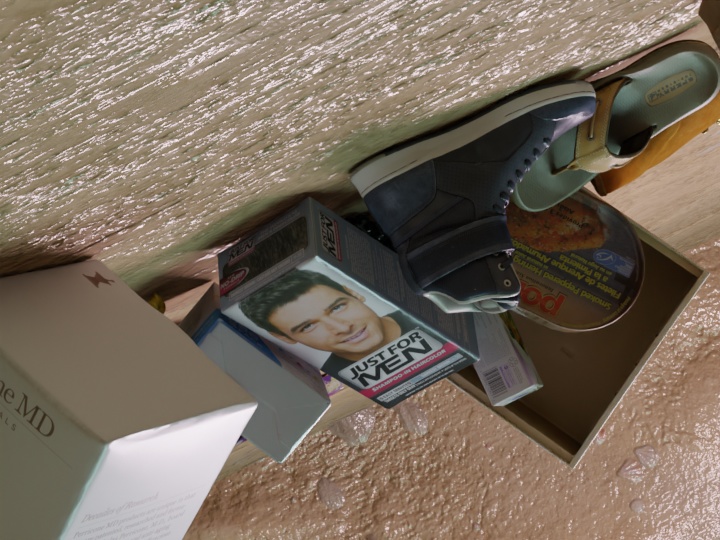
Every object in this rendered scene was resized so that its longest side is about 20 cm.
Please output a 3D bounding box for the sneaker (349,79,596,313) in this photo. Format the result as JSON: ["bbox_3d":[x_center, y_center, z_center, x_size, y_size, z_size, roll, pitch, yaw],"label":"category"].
[{"bbox_3d":[0.113,-0.050,1.588,0.202,0.146,0.077,-25,171,-11],"label":"sneaker"}]

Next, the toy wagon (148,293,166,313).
[{"bbox_3d":[-0.195,0.111,1.659,0.200,0.040,0.155,-62,-174,-21],"label":"toy wagon"}]

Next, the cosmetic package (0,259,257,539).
[{"bbox_3d":[-0.211,0.126,1.396,0.166,0.167,0.200,-13,137,-56],"label":"cosmetic package"}]

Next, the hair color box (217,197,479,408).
[{"bbox_3d":[-0.008,0.029,1.645,0.099,0.061,0.200,-31,136,29],"label":"hair color box"}]

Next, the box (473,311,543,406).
[{"bbox_3d":[0.091,0.016,1.740,0.041,0.200,0.039,-28,169,17],"label":"box"}]

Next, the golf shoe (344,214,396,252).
[{"bbox_3d":[0.000,0.000,1.810,0.094,0.078,0.200,-29,170,26],"label":"golf shoe"}]

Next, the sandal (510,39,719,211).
[{"bbox_3d":[0.203,-0.114,1.655,0.200,0.080,0.054,-30,-150,2],"label":"sandal"}]

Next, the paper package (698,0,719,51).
[{"bbox_3d":[0.350,-0.204,1.468,0.200,0.104,0.191,-26,174,2],"label":"paper package"}]

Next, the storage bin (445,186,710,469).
[{"bbox_3d":[0.163,0.028,1.794,0.200,0.199,0.094,-56,170,8],"label":"storage bin"}]

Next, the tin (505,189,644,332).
[{"bbox_3d":[0.134,-0.022,1.703,0.112,0.200,0.042,-65,-175,-16],"label":"tin"}]

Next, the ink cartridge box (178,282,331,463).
[{"bbox_3d":[-0.095,0.077,1.717,0.068,0.115,0.200,-51,-169,4],"label":"ink cartridge box"}]

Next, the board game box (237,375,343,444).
[{"bbox_3d":[-0.112,0.198,2.956,0.120,0.032,0.200,-17,170,-26],"label":"board game box"}]

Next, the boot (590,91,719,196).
[{"bbox_3d":[0.255,-0.130,1.836,0.144,0.071,0.201,-33,174,11],"label":"boot"}]
